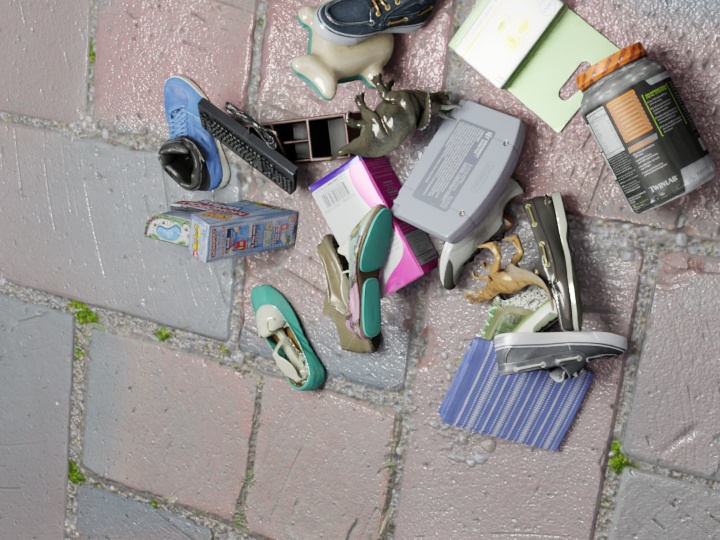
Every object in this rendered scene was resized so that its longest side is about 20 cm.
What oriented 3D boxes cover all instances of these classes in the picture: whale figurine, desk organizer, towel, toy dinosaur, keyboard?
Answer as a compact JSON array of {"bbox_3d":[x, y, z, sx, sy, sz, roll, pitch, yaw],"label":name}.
[{"bbox_3d":[-0.037,-0.311,1.324,0.159,0.201,0.104,40,140,-10],"label":"whale figurine"},{"bbox_3d":[-0.091,-0.203,1.427,0.198,0.077,0.073,-3,99,24],"label":"desk organizer"},{"bbox_3d":[0.227,0.183,1.342,0.198,0.024,0.146,17,110,-13],"label":"towel"},{"bbox_3d":[0.217,0.006,1.293,0.199,0.060,0.108,-14,91,62],"label":"toy dinosaur"},{"bbox_3d":[0.035,-0.211,1.296,0.199,0.077,0.103,-38,75,3],"label":"toy dinosaur"},{"bbox_3d":[-0.175,-0.200,1.407,0.199,0.021,0.128,36,153,14],"label":"keyboard"}]

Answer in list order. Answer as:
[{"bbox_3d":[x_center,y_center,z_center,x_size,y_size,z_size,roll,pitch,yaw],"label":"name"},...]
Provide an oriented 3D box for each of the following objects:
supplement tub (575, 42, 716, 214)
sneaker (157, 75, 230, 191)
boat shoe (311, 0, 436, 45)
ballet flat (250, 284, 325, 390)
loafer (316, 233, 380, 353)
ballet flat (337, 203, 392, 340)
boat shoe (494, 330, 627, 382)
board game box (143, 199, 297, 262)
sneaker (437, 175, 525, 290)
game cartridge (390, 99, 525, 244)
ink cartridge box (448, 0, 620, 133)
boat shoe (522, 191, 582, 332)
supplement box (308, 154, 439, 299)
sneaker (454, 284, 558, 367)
[{"bbox_3d":[0.370,-0.187,1.202,0.122,0.122,0.202,-27,88,26],"label":"supplement tub"},{"bbox_3d":[-0.290,-0.224,1.492,0.076,0.111,0.202,-19,92,25],"label":"sneaker"},{"bbox_3d":[0.027,-0.375,1.268,0.071,0.199,0.091,61,144,13],"label":"boat shoe"},{"bbox_3d":[-0.129,0.112,1.509,0.067,0.070,0.201,-35,85,26],"label":"ballet flat"},{"bbox_3d":[-0.032,0.043,1.449,0.067,0.076,0.202,-19,92,19],"label":"loafer"},{"bbox_3d":[0.000,0.000,1.328,0.071,0.069,0.203,15,108,40],"label":"ballet flat"},{"bbox_3d":[0.284,0.123,1.282,0.197,0.072,0.069,1,75,-17],"label":"boat shoe"},{"bbox_3d":[-0.232,-0.070,1.448,0.198,0.200,0.063,13,106,20],"label":"board game box"},{"bbox_3d":[0.173,-0.055,1.343,0.079,0.074,0.202,29,110,11],"label":"sneaker"},{"bbox_3d":[0.144,-0.139,1.297,0.133,0.040,0.201,28,82,39],"label":"game cartridge"},{"bbox_3d":[0.242,-0.311,1.277,0.200,0.048,0.146,44,113,13],"label":"ink cartridge box"},{"bbox_3d":[0.271,-0.009,1.286,0.060,0.072,0.204,-11,72,16],"label":"boat shoe"},{"bbox_3d":[0.025,-0.067,1.389,0.101,0.103,0.202,-29,87,25],"label":"supplement box"},{"bbox_3d":[0.215,0.075,1.359,0.199,0.077,0.089,-37,72,20],"label":"sneaker"}]
